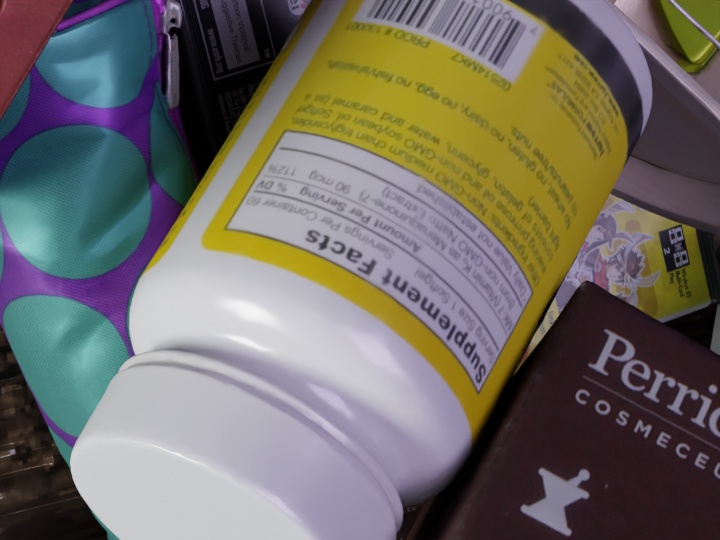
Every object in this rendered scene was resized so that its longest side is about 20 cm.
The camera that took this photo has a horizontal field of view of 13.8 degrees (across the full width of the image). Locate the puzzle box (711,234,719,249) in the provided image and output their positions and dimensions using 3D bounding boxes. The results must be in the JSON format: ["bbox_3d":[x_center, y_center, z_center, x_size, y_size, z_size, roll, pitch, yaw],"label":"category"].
[{"bbox_3d":[0.104,-0.105,1.116,0.133,0.025,0.200,-40,112,-25],"label":"puzzle box"}]

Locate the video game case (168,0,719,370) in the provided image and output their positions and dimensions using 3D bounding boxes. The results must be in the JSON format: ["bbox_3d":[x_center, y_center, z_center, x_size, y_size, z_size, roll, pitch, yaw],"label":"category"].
[{"bbox_3d":[0.028,-0.056,1.050,0.180,0.025,0.200,-19,104,-20],"label":"video game case"}]

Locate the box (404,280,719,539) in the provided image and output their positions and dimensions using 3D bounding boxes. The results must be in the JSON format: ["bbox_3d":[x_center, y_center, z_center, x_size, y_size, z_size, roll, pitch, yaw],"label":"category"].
[{"bbox_3d":[0.075,0.150,0.905,0.166,0.164,0.200,29,59,0],"label":"box"}]

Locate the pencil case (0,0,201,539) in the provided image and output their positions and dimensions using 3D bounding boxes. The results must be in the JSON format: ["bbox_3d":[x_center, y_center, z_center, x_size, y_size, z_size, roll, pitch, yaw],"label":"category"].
[{"bbox_3d":[-0.074,-0.001,0.971,0.092,0.085,0.200,-16,108,15],"label":"pencil case"}]

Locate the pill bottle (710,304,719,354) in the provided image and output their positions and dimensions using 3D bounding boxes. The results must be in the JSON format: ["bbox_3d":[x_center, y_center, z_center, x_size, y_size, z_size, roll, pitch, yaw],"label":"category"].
[{"bbox_3d":[0.231,0.040,1.083,0.199,0.116,0.117,8,88,2],"label":"pill bottle"}]

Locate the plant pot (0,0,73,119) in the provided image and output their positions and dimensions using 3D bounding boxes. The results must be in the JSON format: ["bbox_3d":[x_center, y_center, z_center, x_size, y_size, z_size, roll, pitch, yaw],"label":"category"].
[{"bbox_3d":[-0.178,-0.103,0.840,0.200,0.176,0.200,40,72,-33],"label":"plant pot"}]

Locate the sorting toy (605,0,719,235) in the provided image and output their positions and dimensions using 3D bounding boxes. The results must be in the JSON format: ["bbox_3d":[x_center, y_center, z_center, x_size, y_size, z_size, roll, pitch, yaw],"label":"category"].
[{"bbox_3d":[0.096,-0.138,1.007,0.200,0.107,0.180,41,72,-20],"label":"sorting toy"}]

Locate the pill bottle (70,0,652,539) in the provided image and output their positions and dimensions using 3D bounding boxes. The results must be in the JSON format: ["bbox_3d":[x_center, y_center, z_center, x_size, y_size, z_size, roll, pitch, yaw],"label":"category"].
[{"bbox_3d":[0.000,0.000,0.904,0.114,0.114,0.200,44,61,-26],"label":"pill bottle"}]
